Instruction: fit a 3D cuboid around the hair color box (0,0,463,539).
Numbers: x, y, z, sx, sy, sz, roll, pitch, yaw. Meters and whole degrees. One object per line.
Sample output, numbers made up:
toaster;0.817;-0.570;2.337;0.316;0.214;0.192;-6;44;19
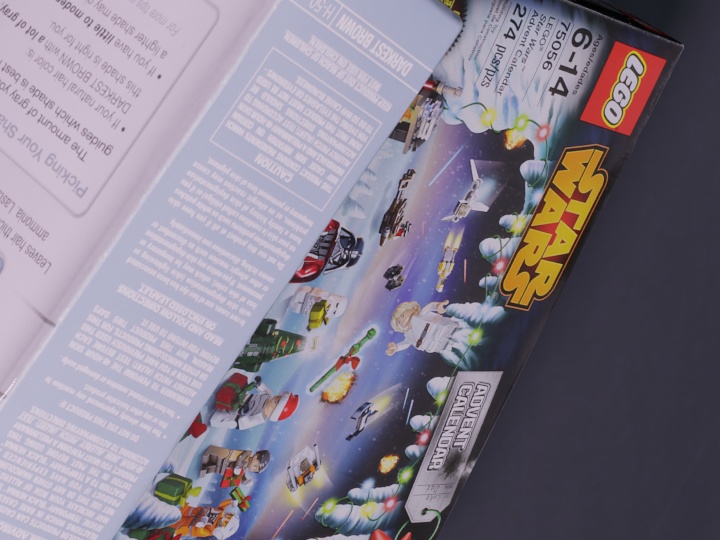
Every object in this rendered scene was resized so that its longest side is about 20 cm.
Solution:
hair color box;-0.075;-0.010;0.615;0.200;0.099;0.061;-55;138;3

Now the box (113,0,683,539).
box;0.000;0.000;0.729;0.137;0.040;0.200;13;108;-45
